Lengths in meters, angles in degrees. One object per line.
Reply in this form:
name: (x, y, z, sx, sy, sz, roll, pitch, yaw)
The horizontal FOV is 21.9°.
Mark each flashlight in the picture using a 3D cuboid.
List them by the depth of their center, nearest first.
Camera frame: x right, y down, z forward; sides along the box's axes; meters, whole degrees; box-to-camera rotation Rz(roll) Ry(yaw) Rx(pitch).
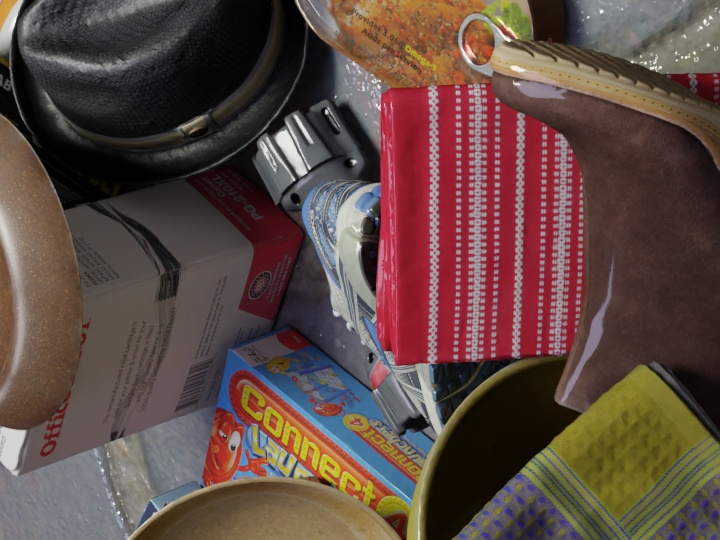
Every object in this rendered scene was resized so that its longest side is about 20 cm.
flashlight: (0.000, 0.000, 1.127, 0.201, 0.067, 0.068, 58, 146, 15)

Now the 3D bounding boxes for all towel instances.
towel: (0.115, 0.155, 0.888, 0.144, 0.200, 0.023, 51, 171, -9)
towel: (0.106, -0.026, 0.935, 0.023, 0.198, 0.146, -110, 18, -70)

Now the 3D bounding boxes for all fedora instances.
fedora: (-0.135, -0.150, 1.128, 0.199, 0.092, 0.202, -2, 80, 14)

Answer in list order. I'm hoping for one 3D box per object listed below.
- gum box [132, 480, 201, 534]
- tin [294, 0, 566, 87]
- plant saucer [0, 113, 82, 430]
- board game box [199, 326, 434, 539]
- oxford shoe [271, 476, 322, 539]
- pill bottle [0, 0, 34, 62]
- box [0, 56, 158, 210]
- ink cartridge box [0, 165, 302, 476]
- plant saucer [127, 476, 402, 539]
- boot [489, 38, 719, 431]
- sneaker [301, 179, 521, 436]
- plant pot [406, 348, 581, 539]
gum box: (-0.098, 0.273, 1.258, 0.200, 0.044, 0.170, 50, 134, 23)
tin: (0.035, -0.161, 1.056, 0.200, 0.042, 0.113, 39, 133, 31)
plant saucer: (-0.235, 0.001, 1.106, 0.200, 0.034, 0.202, 19, 115, 46)
board game box: (-0.021, 0.173, 1.216, 0.200, 0.056, 0.197, 36, 128, 33)
oxford shoe: (-0.103, 0.198, 1.170, 0.199, 0.071, 0.074, -24, 91, 20)
pill bottle: (-0.253, -0.209, 1.288, 0.200, 0.112, 0.113, 42, 130, 30)
box: (-0.239, -0.076, 1.272, 0.159, 0.200, 0.050, -5, 57, 49)
ink cartridge box: (-0.151, 0.030, 1.196, 0.084, 0.199, 0.145, 42, 130, 28)
plant saucer: (-0.062, 0.204, 1.121, 0.035, 0.199, 0.202, -109, 22, -65)
boot: (0.128, -0.008, 0.894, 0.072, 0.199, 0.167, -111, 43, -70)
sneaker: (0.030, 0.021, 1.026, 0.085, 0.077, 0.201, 25, 150, 47)
plant pot: (0.106, 0.156, 0.999, 0.201, 0.199, 0.142, 63, 158, 9)
